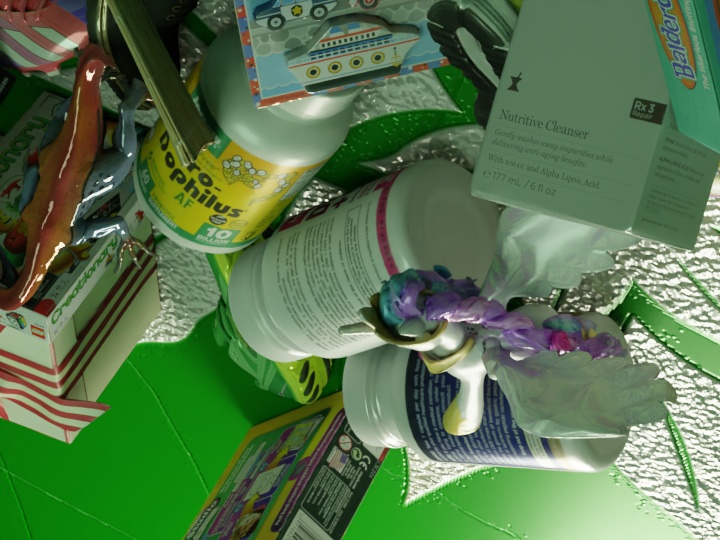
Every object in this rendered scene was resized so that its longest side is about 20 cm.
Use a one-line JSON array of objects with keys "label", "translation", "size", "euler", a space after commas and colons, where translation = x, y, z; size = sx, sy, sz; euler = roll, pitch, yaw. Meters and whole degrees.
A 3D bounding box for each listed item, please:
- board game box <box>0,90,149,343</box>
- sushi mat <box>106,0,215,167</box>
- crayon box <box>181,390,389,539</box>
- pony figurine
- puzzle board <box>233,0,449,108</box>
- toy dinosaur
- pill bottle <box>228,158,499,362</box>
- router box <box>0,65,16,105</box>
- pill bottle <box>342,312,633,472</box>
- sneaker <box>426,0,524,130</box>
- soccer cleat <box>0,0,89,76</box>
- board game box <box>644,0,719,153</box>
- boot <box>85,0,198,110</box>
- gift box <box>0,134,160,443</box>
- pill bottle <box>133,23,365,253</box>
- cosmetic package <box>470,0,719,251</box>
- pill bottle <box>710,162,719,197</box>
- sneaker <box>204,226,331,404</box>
[{"label": "board game box", "translation": [-0.236, -0.045, 1.222], "size": [0.126, 0.200, 0.035], "euler": [20, 141, 13]}, {"label": "sushi mat", "translation": [-0.144, -0.162, 1.016], "size": [0.012, 0.096, 0.201], "euler": [-25, 98, 9]}, {"label": "crayon box", "translation": [-0.072, 0.202, 1.367], "size": [0.058, 0.200, 0.172], "euler": [45, 139, -16]}, {"label": "pony figurine", "translation": [0.103, 0.043, 1.025], "size": [0.192, 0.167, 0.200], "euler": [-11, 158, 17]}, {"label": "puzzle board", "translation": [0.022, -0.177, 0.972], "size": [0.199, 0.017, 0.151], "euler": [-13, 132, -5]}, {"label": "toy dinosaur", "translation": [-0.212, -0.059, 1.091], "size": [0.105, 0.182, 0.200], "euler": [31, 177, 18]}, {"label": "pill bottle", "translation": [0.000, 0.000, 1.182], "size": [0.200, 0.114, 0.113], "euler": [-21, 117, 44]}, {"label": "router box", "translation": [-0.349, -0.065, 1.201], "size": [0.052, 0.201, 0.157], "euler": [36, 158, -25]}, {"label": "pill bottle", "translation": [0.094, 0.089, 1.210], "size": [0.199, 0.116, 0.116], "euler": [-1, 130, 33]}, {"label": "sneaker", "translation": [0.110, -0.133, 0.980], "size": [0.078, 0.091, 0.200], "euler": [23, 165, 27]}, {"label": "soccer cleat", "translation": [-0.259, -0.187, 1.201], "size": [0.199, 0.067, 0.077], "euler": [-3, 130, 40]}, {"label": "board game box", "translation": [0.229, -0.172, 0.799], "size": [0.045, 0.200, 0.152], "euler": [39, 157, 52]}, {"label": "boot", "translation": [-0.113, -0.188, 1.100], "size": [0.138, 0.078, 0.201], "euler": [11, 137, 18]}, {"label": "gift box", "translation": [-0.268, 0.018, 1.319], "size": [0.199, 0.187, 0.185], "euler": [16, 138, 20]}, {"label": "pill bottle", "translation": [-0.074, -0.103, 1.126], "size": [0.113, 0.113, 0.200], "euler": [38, 140, -7]}, {"label": "cosmetic package", "translation": [0.148, -0.122, 0.885], "size": [0.113, 0.201, 0.081], "euler": [16, -176, 38]}, {"label": "pill bottle", "translation": [0.232, -0.092, 0.944], "size": [0.199, 0.104, 0.105], "euler": [9, 135, 26]}, {"label": "sneaker", "translation": [-0.091, 0.034, 1.307], "size": [0.083, 0.074, 0.201], "euler": [0, 131, 28]}]
